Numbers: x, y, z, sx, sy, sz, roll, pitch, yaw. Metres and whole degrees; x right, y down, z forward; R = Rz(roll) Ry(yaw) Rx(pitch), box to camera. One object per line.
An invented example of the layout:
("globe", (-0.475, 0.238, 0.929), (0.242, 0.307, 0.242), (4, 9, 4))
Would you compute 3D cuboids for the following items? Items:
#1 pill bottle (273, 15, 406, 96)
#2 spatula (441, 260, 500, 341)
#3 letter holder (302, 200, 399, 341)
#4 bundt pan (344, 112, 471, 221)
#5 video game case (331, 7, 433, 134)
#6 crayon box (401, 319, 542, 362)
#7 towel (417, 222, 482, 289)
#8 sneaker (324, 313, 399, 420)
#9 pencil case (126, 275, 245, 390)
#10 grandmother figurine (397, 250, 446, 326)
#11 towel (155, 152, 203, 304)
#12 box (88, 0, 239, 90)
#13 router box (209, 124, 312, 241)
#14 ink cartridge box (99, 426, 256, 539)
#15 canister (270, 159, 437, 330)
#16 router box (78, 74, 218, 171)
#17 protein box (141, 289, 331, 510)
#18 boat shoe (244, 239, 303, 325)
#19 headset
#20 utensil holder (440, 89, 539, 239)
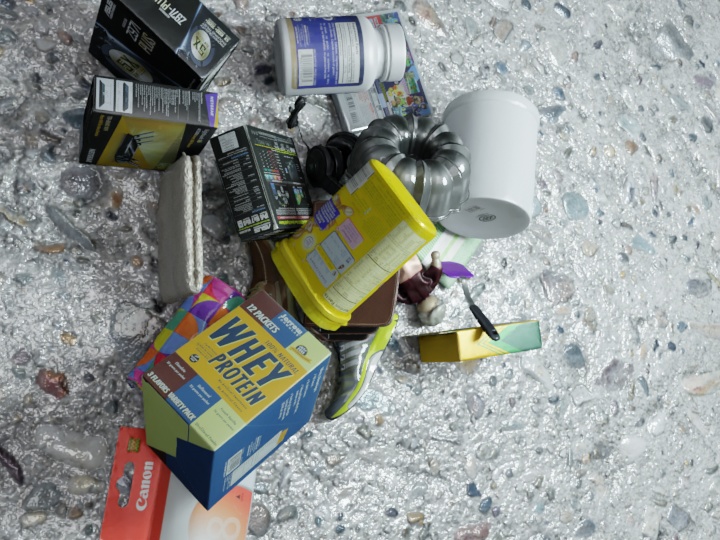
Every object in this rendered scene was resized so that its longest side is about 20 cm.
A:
("pill bottle", (-0.034, -0.345, 1.181), (0.199, 0.120, 0.121), (-6, 85, -12))
("spatula", (0.182, 0.044, 1.218), (0.056, 0.021, 0.201), (-1, 43, -25))
("letter holder", (0.000, 0.000, 1.134), (0.141, 0.101, 0.201), (-2, 72, 14))
("bundt pan", (0.080, -0.167, 1.119), (0.200, 0.076, 0.203), (7, 47, -8))
("video game case", (0.021, -0.350, 1.288), (0.181, 0.023, 0.201), (-18, 90, -27))
("crayon box", (0.187, 0.121, 1.242), (0.199, 0.126, 0.052), (-4, 85, -26))
("towel", (0.126, -0.088, 1.302), (0.200, 0.023, 0.153), (43, 67, -16))
("sneaker", (-0.014, 0.144, 1.182), (0.081, 0.074, 0.201), (27, 71, 0))
("pencil case", (-0.248, 0.103, 1.060), (0.088, 0.088, 0.200), (41, 70, -15))
("grandmother figurine", (0.085, 0.007, 1.244), (0.121, 0.061, 0.201), (-28, 103, 17))
("towel", (-0.258, -0.058, 1.048), (0.034, 0.132, 0.201), (1, 81, -30))
("box", (-0.281, -0.315, 1.035), (0.164, 0.200, 0.086), (43, 66, -15))
("router box", (-0.136, -0.125, 1.089), (0.062, 0.200, 0.151), (-18, 90, 15))
("ink cartridge box", (-0.251, 0.311, 1.045), (0.199, 0.050, 0.163), (13, 76, -27))
("canister", (-0.009, -0.036, 1.018), (0.149, 0.200, 0.086), (56, 17, 26))
("router box", (-0.295, -0.194, 1.011), (0.156, 0.200, 0.053), (2, 78, -25))
("protein box", (-0.167, 0.174, 0.987), (0.135, 0.199, 0.200), (40, 54, 17))
("boat shoe", (-0.140, 0.049, 1.123), (0.073, 0.076, 0.201), (-17, 88, -23))
("headset", (-0.039, -0.189, 1.180), (0.200, 0.094, 0.123), (39, 41, 8))
("utensil holder", (0.218, -0.176, 1.259), (0.169, 0.170, 0.201), (16, 67, -23))
